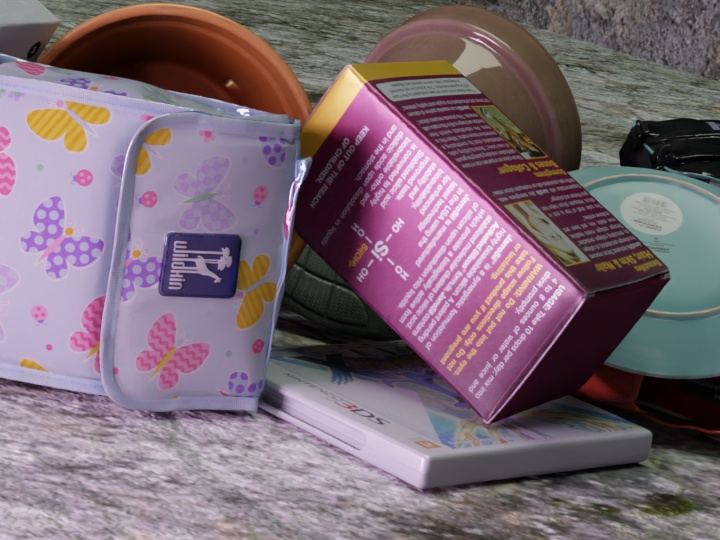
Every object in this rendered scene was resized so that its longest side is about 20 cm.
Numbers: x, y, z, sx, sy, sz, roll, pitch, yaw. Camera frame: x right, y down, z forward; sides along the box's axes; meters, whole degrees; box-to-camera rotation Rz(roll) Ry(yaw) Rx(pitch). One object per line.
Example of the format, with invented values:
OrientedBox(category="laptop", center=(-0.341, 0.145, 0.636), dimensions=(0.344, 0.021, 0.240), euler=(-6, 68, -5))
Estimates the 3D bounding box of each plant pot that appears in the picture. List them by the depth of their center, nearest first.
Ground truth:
OrientedBox(category="plant pot", center=(-0.127, -0.068, 1.398), dimensions=(0.198, 0.202, 0.140), euler=(10, 4, -7))
OrientedBox(category="plant pot", center=(0.052, -0.088, 1.737), dimensions=(0.199, 0.202, 0.174), euler=(17, 32, 25))

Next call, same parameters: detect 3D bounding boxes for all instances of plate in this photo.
OrientedBox(category="plate", center=(0.185, -0.010, 1.383), dimensions=(0.198, 0.026, 0.201), euler=(4, 42, -3))

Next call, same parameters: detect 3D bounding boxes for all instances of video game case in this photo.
OrientedBox(category="video game case", center=(0.041, 0.079, 1.274), dimensions=(0.199, 0.022, 0.182), euler=(-1, 17, -46))

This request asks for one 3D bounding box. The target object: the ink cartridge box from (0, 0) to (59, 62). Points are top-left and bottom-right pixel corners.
OrientedBox(category="ink cartridge box", center=(-0.277, -0.074, 1.268), dimensions=(0.041, 0.200, 0.200), euler=(39, 18, 10))

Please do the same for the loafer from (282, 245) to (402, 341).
OrientedBox(category="loafer", center=(0.018, 0.023, 1.448), dimensions=(0.198, 0.072, 0.063), euler=(17, -21, 11))

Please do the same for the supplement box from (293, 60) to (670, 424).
OrientedBox(category="supplement box", center=(0.062, -0.022, 1.281), dimensions=(0.200, 0.103, 0.131), euler=(45, 24, 19))

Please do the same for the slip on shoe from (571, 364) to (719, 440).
OrientedBox(category="slip on shoe", center=(0.167, 0.058, 1.365), dimensions=(0.199, 0.075, 0.061), euler=(19, 2, 10))

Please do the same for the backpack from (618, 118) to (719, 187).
OrientedBox(category="backpack", center=(0.315, -0.037, 1.750), dimensions=(0.198, 0.155, 0.176), euler=(0, 16, -7))

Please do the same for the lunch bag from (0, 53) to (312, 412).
OrientedBox(category="lunch bag", center=(-0.137, -0.020, 1.204), dimensions=(0.198, 0.171, 0.127), euler=(12, 11, 2))
